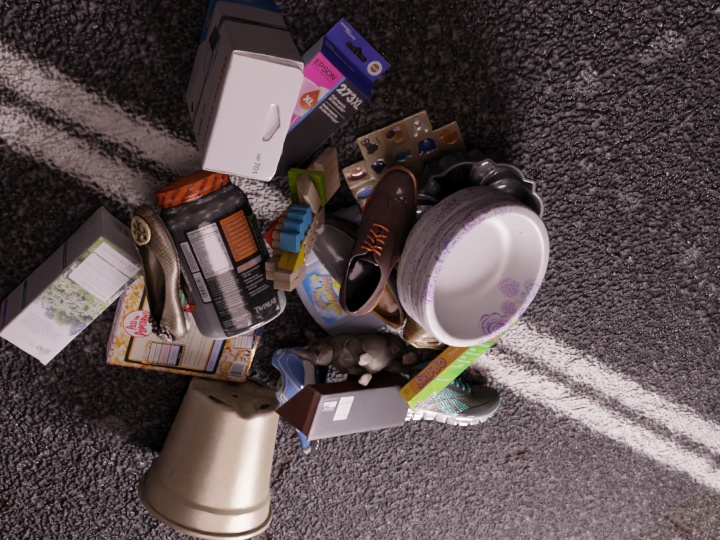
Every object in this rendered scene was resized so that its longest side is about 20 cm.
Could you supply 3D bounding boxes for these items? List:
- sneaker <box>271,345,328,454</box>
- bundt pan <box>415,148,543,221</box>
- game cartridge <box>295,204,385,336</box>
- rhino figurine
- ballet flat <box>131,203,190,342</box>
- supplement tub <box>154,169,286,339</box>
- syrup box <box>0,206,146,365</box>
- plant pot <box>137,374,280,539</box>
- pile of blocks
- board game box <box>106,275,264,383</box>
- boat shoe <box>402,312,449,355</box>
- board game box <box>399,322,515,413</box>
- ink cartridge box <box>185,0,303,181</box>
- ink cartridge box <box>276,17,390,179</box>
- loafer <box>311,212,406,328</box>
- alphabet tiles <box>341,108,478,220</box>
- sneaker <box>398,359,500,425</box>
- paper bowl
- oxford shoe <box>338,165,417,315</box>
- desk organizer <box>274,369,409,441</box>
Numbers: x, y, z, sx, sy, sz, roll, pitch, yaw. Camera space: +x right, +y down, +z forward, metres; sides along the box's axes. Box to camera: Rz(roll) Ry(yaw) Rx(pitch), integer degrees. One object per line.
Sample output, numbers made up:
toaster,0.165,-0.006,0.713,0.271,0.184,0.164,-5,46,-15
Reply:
sneaker,-0.086,0.188,1.583,0.077,0.076,0.201,4,123,9
bundt pan,0.141,-0.077,1.446,0.201,0.076,0.203,-7,123,-10
game cartridge,-0.022,0.013,1.495,0.133,0.041,0.200,-24,125,9
rhino figurine,-0.011,0.118,1.493,0.199,0.087,0.060,5,111,-32
ballet flat,-0.255,0.009,1.332,0.046,0.067,0.201,-28,132,-29
supplement tub,-0.182,-0.023,1.361,0.122,0.123,0.201,-20,104,-1
syrup box,-0.375,0.021,1.388,0.200,0.082,0.079,-41,123,14
plant pot,-0.200,0.252,1.528,0.200,0.201,0.184,11,108,-20
pile of blocks,-0.086,-0.071,1.343,0.062,0.201,0.082,9,152,20
board game box,-0.236,0.072,1.475,0.199,0.046,0.152,11,118,-20
boat shoe,0.109,0.081,1.510,0.068,0.072,0.200,-59,151,5
board game box,0.140,0.121,1.504,0.200,0.030,0.096,-39,162,-4
ink cartridge box,-0.136,-0.215,1.222,0.086,0.200,0.147,10,119,-19
ink cartridge box,-0.061,-0.214,1.344,0.200,0.037,0.095,-43,122,12
loafer,0.000,0.000,1.425,0.073,0.072,0.200,-40,121,17
alphabet tiles,0.073,-0.118,1.454,0.166,0.006,0.200,-23,125,2
sneaker,0.125,0.179,1.619,0.199,0.078,0.092,3,117,-18
paper bowl,0.134,-0.012,1.358,0.200,0.104,0.201,-18,125,-27
oxford shoe,0.025,-0.035,1.349,0.071,0.073,0.201,17,95,3
desk organizer,-0.019,0.180,1.508,0.200,0.077,0.072,0,114,-47
